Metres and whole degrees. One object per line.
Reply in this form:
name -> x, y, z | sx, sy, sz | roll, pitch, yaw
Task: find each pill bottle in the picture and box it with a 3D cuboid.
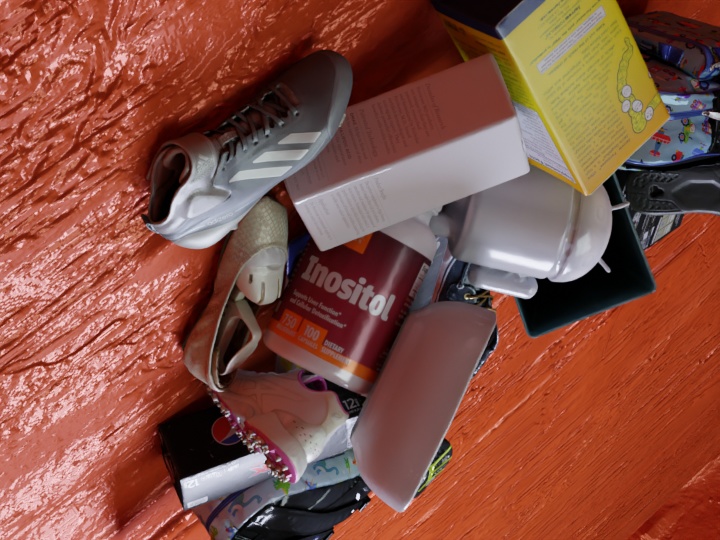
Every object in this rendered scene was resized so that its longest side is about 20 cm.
pill bottle -> 0.000, 0.000, 1.245 | 0.202, 0.112, 0.113 | -65, 153, -2

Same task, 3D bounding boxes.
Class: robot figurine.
robot figurine -> 0.158, -0.055, 1.321 | 0.113, 0.197, 0.171 | -89, -167, -63

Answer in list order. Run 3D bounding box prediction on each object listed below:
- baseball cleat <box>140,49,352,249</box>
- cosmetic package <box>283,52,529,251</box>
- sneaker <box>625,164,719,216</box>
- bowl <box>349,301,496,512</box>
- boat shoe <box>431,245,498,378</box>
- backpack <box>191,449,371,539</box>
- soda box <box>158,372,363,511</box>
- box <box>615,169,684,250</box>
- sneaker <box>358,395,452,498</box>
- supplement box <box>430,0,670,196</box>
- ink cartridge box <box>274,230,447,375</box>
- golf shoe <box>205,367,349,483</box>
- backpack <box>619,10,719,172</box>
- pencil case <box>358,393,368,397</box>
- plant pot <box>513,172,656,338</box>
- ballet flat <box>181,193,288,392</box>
baseball cleat -> -0.088, -0.098, 1.055 | 0.200, 0.070, 0.106 | -50, 154, 6
cosmetic package -> 0.036, -0.098, 1.150 | 0.198, 0.075, 0.102 | -21, 154, 3
sneaker -> 0.388, -0.098, 1.478 | 0.114, 0.197, 0.077 | -61, 152, -64
bowl -> 0.049, 0.115, 1.271 | 0.200, 0.074, 0.202 | 60, 54, -88
boat shoe -> 0.127, 0.034, 1.536 | 0.070, 0.091, 0.202 | -22, 145, -39
backpack -> -0.094, 0.238, 1.459 | 0.163, 0.154, 0.200 | -42, 171, 27
soda box -> -0.097, 0.164, 1.358 | 0.198, 0.071, 0.064 | -18, 144, -16
box -> 0.326, -0.108, 1.635 | 0.163, 0.086, 0.201 | -31, 150, -25
sneaker -> 0.044, 0.185, 1.477 | 0.075, 0.076, 0.200 | -46, 151, -10
supplement box -> 0.165, -0.184, 1.179 | 0.109, 0.109, 0.201 | -42, 128, -7
ink cartridge box -> 0.006, 0.009, 1.376 | 0.196, 0.047, 0.201 | -29, 152, -28
golf shoe -> -0.077, 0.126, 1.263 | 0.091, 0.200, 0.076 | -38, 120, -12
backpack -> 0.285, -0.178, 1.377 | 0.198, 0.182, 0.136 | -13, 121, -39
pencil case -> 0.048, 0.114, 1.483 | 0.088, 0.079, 0.200 | 5, 160, -9
plant pot -> 0.224, -0.029, 1.481 | 0.140, 0.143, 0.200 | -21, -178, 8
ballet flat -> -0.100, 0.025, 1.218 | 0.067, 0.062, 0.201 | -12, 138, -45
